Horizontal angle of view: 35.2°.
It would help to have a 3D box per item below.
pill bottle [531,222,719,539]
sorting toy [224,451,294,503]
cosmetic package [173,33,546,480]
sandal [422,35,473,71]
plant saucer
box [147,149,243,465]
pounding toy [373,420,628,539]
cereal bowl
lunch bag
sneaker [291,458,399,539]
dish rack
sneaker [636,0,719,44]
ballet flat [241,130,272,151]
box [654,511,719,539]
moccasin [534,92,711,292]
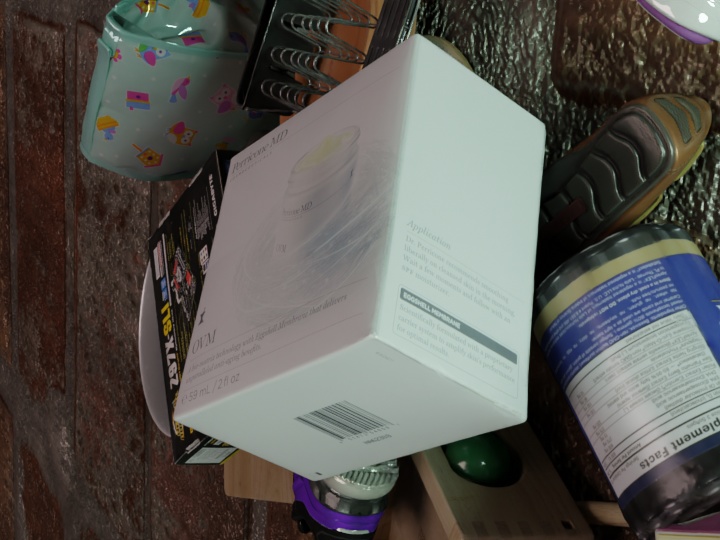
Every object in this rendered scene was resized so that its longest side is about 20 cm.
[{"bbox_3d":[0.182,0.084,0.640,0.112,0.110,0.202,-55,51,47],"label":"pill bottle"},{"bbox_3d":[-0.058,0.111,1.062,0.198,0.069,0.204,-13,76,59],"label":"sorting toy"},{"bbox_3d":[0.000,0.000,0.703,0.198,0.122,0.203,-26,45,45],"label":"cosmetic package"},{"bbox_3d":[0.056,-0.095,0.854,0.078,0.069,0.214,-53,51,48],"label":"sandal"},{"bbox_3d":[-0.019,-0.171,0.942,0.200,0.032,0.203,-39,43,49],"label":"plant saucer"},{"bbox_3d":[-0.110,0.031,0.886,0.160,0.049,0.203,-43,52,51],"label":"box"},{"bbox_3d":[0.097,0.185,0.804,0.185,0.140,0.202,-117,37,-54],"label":"pounding toy"},{"bbox_3d":[-0.135,0.055,1.050,0.199,0.082,0.204,-13,75,59],"label":"cereal bowl"},{"bbox_3d":[-0.165,-0.179,1.080,0.123,0.197,0.171,63,143,29],"label":"lunch bag"},{"bbox_3d":[-0.028,0.145,0.849,0.200,0.068,0.101,-115,33,-66],"label":"sneaker"},{"bbox_3d":[-0.022,-0.181,0.861,0.200,0.054,0.156,30,105,62],"label":"dish rack"},{"bbox_3d":[0.172,-0.223,0.659,0.100,0.074,0.201,-54,54,30],"label":"sneaker"},{"bbox_3d":[-0.065,-0.017,0.953,0.068,0.067,0.203,-134,40,-76],"label":"ballet flat"},{"bbox_3d":[0.241,0.198,0.502,0.096,0.174,0.203,-15,82,58],"label":"box"},{"bbox_3d":[0.143,-0.046,0.727,0.074,0.077,0.202,54,136,16],"label":"moccasin"}]
